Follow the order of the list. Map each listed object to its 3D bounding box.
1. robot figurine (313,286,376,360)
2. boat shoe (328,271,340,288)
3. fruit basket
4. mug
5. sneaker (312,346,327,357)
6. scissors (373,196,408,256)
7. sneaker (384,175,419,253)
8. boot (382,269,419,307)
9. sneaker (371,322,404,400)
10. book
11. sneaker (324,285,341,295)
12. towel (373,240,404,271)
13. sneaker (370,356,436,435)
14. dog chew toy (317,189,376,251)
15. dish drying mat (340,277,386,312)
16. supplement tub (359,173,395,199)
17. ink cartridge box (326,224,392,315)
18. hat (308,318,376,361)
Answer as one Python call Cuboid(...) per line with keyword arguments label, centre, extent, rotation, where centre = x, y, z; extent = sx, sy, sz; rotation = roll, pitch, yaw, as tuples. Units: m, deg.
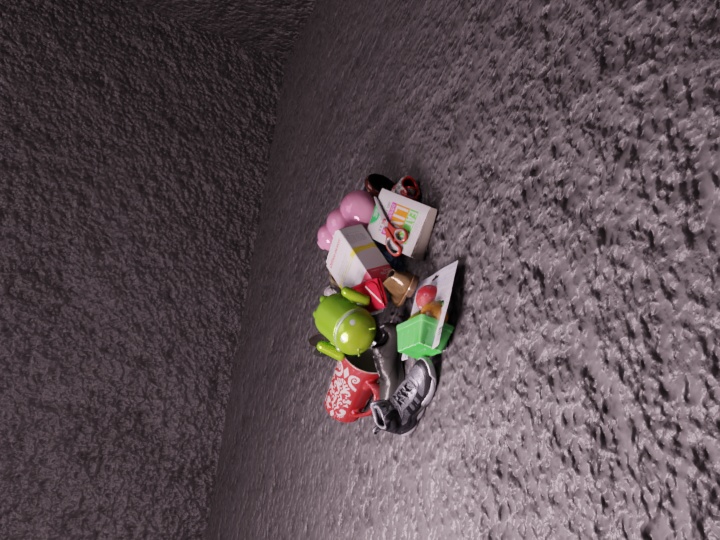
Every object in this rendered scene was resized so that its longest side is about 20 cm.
Cuboid(label="robot figurine", centre=(-0.037, 0.132, 1.618), extent=(0.199, 0.115, 0.178), rotation=(35, 100, 49))
Cuboid(label="boat shoe", centre=(-0.050, 0.003, 1.963), extent=(0.200, 0.071, 0.073), rotation=(-118, 44, -70))
Cuboid(label="fruit basket", centre=(0.158, 0.095, 1.462), extent=(0.185, 0.093, 0.202), rotation=(-37, 28, 60))
Cuboid(label="mug", centre=(-0.019, 0.304, 1.702), extent=(0.179, 0.131, 0.202), rotation=(-86, 16, -56))
Cuboid(label="sneaker", centre=(-0.092, 0.186, 2.062), extent=(0.200, 0.075, 0.115), rotation=(-56, 26, 37))
Cuboid(label="scissors", centre=(0.063, -0.114, 1.679), extent=(0.074, 0.014, 0.201), rotation=(-60, 42, 22))
Cuboid(label="sneaker", centre=(0.109, -0.155, 1.745), extent=(0.108, 0.066, 0.205), rotation=(134, 147, -58))
Cuboid(label="boot", centre=(0.091, 0.038, 1.610), extent=(0.200, 0.074, 0.075), rotation=(111, -177, -74))
Cuboid(label="sneaker", centre=(0.063, 0.222, 1.592), extent=(0.076, 0.090, 0.204), rotation=(-3, 76, 59))
Cuboid(label="book", centre=(0.104, -0.122, 1.678), extent=(0.199, 0.048, 0.136), rotation=(28, 102, 49))
Cuboid(label="sneaker", centre=(-0.064, 0.102, 1.856), extent=(0.075, 0.099, 0.200), rotation=(-49, 17, 6))
Cuboid(label="towel", centre=(0.043, -0.020, 1.802), extent=(0.200, 0.048, 0.113), rotation=(44, 121, 51))
Cuboid(label="sneaker", centre=(0.090, 0.282, 1.431), extent=(0.075, 0.112, 0.203), rotation=(42, 121, 45))
Cuboid(label="dog chew toy", centre=(-0.038, -0.130, 1.815), extent=(0.199, 0.125, 0.125), rotation=(-37, 30, 8))
Cuboid(label="dish drying mat", centre=(0.004, 0.074, 1.655), extent=(0.199, 0.018, 0.078), rotation=(-24, 83, 57))
Cuboid(label="supplement tub", centre=(0.026, -0.178, 1.928), extent=(0.108, 0.105, 0.201), rotation=(-100, 31, -47))
Cuboid(label="ink cartridge box", centre=(0.000, 0.000, 1.728), extent=(0.201, 0.082, 0.146), rotation=(56, 144, 29))
Cuboid(label="hat", centre=(-0.039, 0.201, 1.788), extent=(0.201, 0.198, 0.082), rotation=(-46, 57, 54))
